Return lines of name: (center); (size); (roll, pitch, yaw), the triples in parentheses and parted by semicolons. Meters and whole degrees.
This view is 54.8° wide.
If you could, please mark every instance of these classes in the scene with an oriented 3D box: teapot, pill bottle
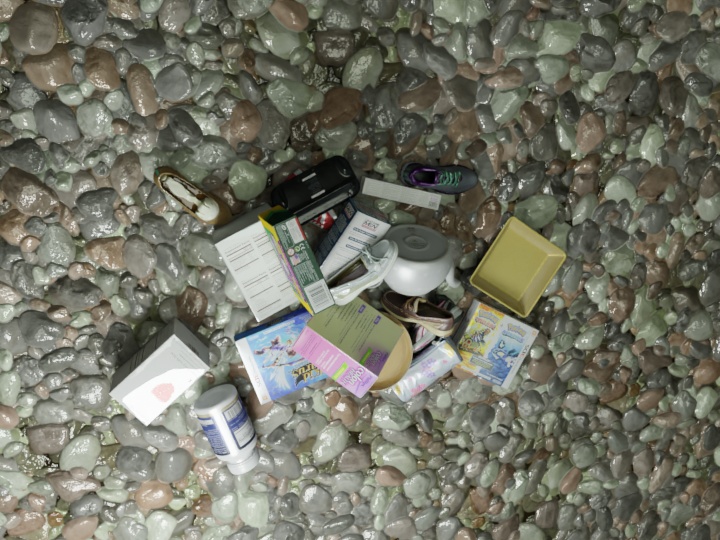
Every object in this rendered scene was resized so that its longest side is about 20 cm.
teapot: (0.119, -0.008, 1.660); (0.197, 0.199, 0.147); (-35, 144, -43)
pill bottle: (-0.317, 0.389, 1.686); (0.110, 0.111, 0.201); (-22, 108, -7)

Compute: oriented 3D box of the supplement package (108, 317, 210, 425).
supplement package: (-0.461, 0.232, 1.606); (0.200, 0.120, 0.121); (-43, 110, 1)

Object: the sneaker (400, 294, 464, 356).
sneaker: (0.165, 0.139, 1.762); (0.200, 0.080, 0.087); (-40, 72, 11)

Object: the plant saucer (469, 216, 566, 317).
plant saucer: (0.397, -0.012, 1.783); (0.199, 0.048, 0.201); (31, 96, -18)

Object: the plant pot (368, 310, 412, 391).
plant pot: (0.031, 0.199, 1.734); (0.198, 0.027, 0.202); (0, 93, 5)

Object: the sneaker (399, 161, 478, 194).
sneaker: (0.197, -0.215, 1.661); (0.198, 0.088, 0.075); (1, 104, -13)

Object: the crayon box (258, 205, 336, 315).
crayon box: (-0.133, -0.025, 1.428); (0.058, 0.172, 0.201); (-26, 108, -10)

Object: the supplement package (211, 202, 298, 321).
supplement package: (-0.222, -0.022, 1.577); (0.150, 0.152, 0.201); (-29, 109, -6)

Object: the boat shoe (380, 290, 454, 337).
boat shoe: (0.139, 0.089, 1.687); (0.072, 0.199, 0.072); (-46, 152, -32)

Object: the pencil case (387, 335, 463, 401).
pencil case: (0.163, 0.247, 1.759); (0.200, 0.083, 0.091); (-39, 142, 11)

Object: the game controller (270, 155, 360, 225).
game controller: (-0.101, -0.179, 1.570); (0.199, 0.042, 0.105); (-30, 84, -10)

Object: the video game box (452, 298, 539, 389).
video game box: (0.345, 0.195, 1.827); (0.199, 0.047, 0.183); (24, 96, -18)

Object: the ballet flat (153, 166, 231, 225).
ballet flat: (-0.374, -0.161, 1.548); (0.200, 0.072, 0.068); (39, 92, -20)

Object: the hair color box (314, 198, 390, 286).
hair color box: (-0.029, -0.057, 1.596); (0.100, 0.061, 0.201); (20, 117, -34)

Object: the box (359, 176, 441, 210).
box: (0.096, -0.186, 1.670); (0.198, 0.039, 0.042); (10, 101, -16)

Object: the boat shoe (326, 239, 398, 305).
boat shoe: (-0.001, -0.001, 1.565); (0.202, 0.075, 0.065); (-38, 136, 16)

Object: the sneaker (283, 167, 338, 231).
sneaker: (-0.121, -0.126, 1.618); (0.112, 0.071, 0.200); (-39, 102, -5)

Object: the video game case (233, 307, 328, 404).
video game case: (-0.186, 0.209, 1.705); (0.199, 0.045, 0.182); (-22, 109, -7)

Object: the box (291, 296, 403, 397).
box: (-0.028, 0.160, 1.623); (0.199, 0.176, 0.097); (35, 131, 0)
